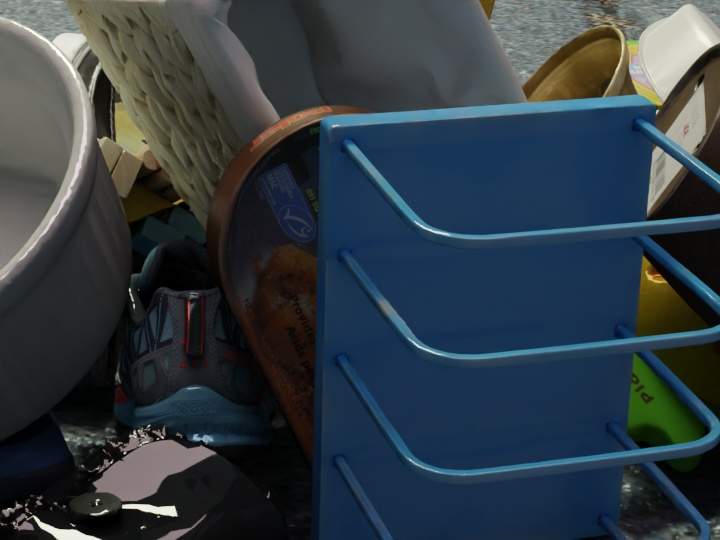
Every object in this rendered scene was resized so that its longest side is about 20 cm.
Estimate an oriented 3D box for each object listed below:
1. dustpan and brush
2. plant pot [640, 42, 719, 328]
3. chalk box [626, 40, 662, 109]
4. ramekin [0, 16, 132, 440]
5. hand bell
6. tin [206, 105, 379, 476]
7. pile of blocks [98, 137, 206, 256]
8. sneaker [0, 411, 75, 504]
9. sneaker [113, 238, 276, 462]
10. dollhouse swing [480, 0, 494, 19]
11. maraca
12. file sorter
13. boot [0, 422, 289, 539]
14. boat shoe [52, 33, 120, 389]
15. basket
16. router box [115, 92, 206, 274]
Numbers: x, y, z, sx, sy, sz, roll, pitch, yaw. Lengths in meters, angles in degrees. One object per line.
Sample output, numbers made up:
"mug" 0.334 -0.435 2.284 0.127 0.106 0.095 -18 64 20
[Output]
"dustpan and brush" 0.178 -0.078 0.990 0.140 0.057 0.200 50 15 13
"plant pot" 0.220 -0.012 0.851 0.200 0.187 0.187 26 18 -9
"chalk box" 0.207 -0.067 1.192 0.124 0.125 0.200 4 19 7
"ramekin" -0.198 -0.011 0.868 0.200 0.098 0.201 -9 50 11
"hand bell" 0.175 -0.032 1.065 0.200 0.104 0.104 37 11 -20
"tin" 0.009 0.023 0.841 0.112 0.200 0.042 -27 22 -6
"pile of blocks" -0.066 -0.052 0.992 0.200 0.082 0.062 -29 5 -32
"sneaker" -0.195 0.047 0.926 0.074 0.082 0.200 -10 25 -30
"sneaker" -0.075 0.032 0.920 0.079 0.096 0.200 -3 5 -11
"dollhouse swing" -0.018 -0.160 1.361 0.181 0.176 0.200 -8 23 -24
"maraca" 0.159 0.025 0.955 0.137 0.107 0.200 49 41 13
"file sorter" 0.065 0.048 0.768 0.139 0.200 0.123 -6 24 -17
"boot" -0.082 0.123 0.729 0.200 0.077 0.168 11 25 41
"boat shoe" -0.140 -0.033 1.021 0.068 0.072 0.200 -1 64 13
"basket" -0.024 -0.085 0.908 0.123 0.200 0.136 9 49 48
"router box" -0.089 -0.055 1.115 0.200 0.052 0.157 -7 46 6
